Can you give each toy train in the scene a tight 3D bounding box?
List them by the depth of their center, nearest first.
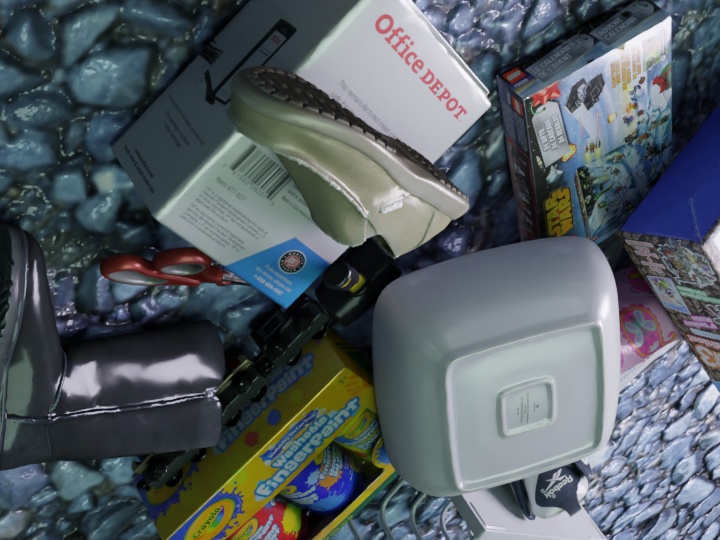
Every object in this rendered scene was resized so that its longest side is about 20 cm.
[{"bbox_3d":[-0.105,0.092,0.947,0.200,0.046,0.034,-45,148,6],"label":"toy train"}]

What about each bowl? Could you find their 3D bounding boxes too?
[{"bbox_3d":[0.114,0.084,0.949,0.197,0.075,0.202,-13,121,-12],"label":"bowl"}]

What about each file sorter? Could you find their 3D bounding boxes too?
[{"bbox_3d":[0.108,0.241,1.173,0.199,0.139,0.125,17,118,-44],"label":"file sorter"}]

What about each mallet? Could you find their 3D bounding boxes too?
[{"bbox_3d":[0.000,0.000,0.871,0.066,0.041,0.200,-43,176,-6],"label":"mallet"}]

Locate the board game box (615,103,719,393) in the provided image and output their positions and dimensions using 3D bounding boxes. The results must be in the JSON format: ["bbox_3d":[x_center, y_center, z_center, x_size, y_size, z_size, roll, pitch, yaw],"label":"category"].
[{"bbox_3d":[0.333,-0.012,1.024,0.160,0.097,0.201,-47,118,-17],"label":"board game box"}]

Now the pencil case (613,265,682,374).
[{"bbox_3d":[0.234,0.042,1.084,0.198,0.087,0.088,-23,138,-24],"label":"pencil case"}]

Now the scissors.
[{"bbox_3d":[-0.109,0.005,0.863,0.072,0.014,0.200,-11,170,16],"label":"scissors"}]

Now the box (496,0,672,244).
[{"bbox_3d":[0.184,-0.103,0.985,0.136,0.040,0.201,-30,139,-12],"label":"box"}]

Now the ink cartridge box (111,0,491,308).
[{"bbox_3d":[-0.035,-0.094,0.794,0.200,0.084,0.146,-44,139,6],"label":"ink cartridge box"}]

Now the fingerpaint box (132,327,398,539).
[{"bbox_3d":[-0.057,0.155,1.017,0.200,0.073,0.167,-43,140,5],"label":"fingerpaint box"}]

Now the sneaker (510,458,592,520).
[{"bbox_3d":[0.153,0.154,1.099,0.079,0.130,0.200,-31,141,0],"label":"sneaker"}]

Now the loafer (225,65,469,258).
[{"bbox_3d":[-0.009,-0.054,0.726,0.199,0.076,0.069,26,104,-46],"label":"loafer"}]

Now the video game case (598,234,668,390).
[{"bbox_3d":[0.228,0.061,1.184,0.182,0.022,0.200,-45,139,6],"label":"video game case"}]

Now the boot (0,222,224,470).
[{"bbox_3d":[-0.172,0.051,0.837,0.199,0.065,0.167,1,108,-44],"label":"boot"}]
